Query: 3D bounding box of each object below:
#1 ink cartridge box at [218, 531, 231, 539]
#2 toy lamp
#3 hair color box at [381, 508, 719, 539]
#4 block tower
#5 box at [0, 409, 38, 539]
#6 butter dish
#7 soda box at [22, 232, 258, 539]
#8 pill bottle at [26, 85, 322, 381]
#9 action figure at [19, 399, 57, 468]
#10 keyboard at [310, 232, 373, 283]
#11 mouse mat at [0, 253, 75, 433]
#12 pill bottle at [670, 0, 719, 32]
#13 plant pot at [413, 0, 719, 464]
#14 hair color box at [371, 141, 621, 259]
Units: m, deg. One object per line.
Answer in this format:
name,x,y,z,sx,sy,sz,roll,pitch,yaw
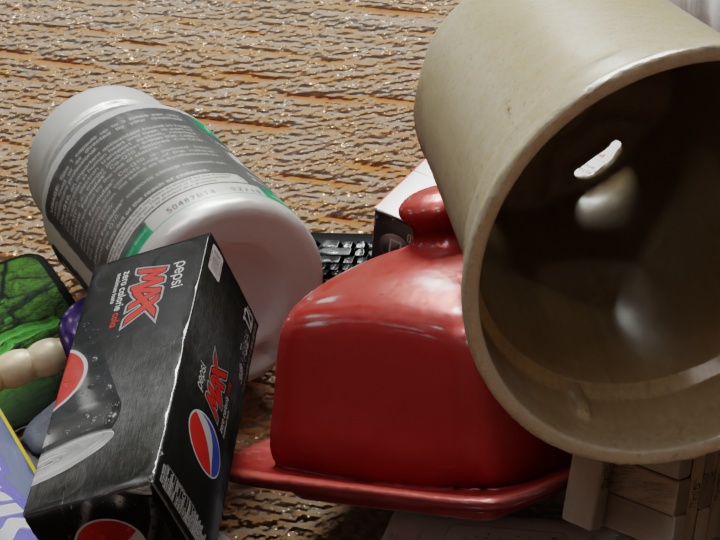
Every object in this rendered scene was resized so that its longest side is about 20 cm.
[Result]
ink cartridge box,-0.055,0.200,1.282,0.044,0.094,0.200,-40,32,16
toy lamp,-0.236,0.071,1.545,0.200,0.058,0.058,-18,36,-10
hair color box,0.099,0.169,1.309,0.200,0.061,0.100,3,37,22
block tower,0.179,0.084,1.338,0.058,0.054,0.200,20,20,38
box,-0.163,0.152,1.338,0.070,0.064,0.200,-26,68,-17
butter dish,0.048,0.031,1.385,0.200,0.148,0.199,2,13,43
soda box,-0.101,0.069,1.341,0.071,0.063,0.200,-16,31,16
pill bottle,-0.109,-0.025,1.563,0.113,0.113,0.200,-24,33,-15
action figure,-0.140,0.116,1.427,0.193,0.105,0.200,-39,41,-17
keyboard,0.000,0.000,1.587,0.200,0.040,0.104,0,37,20
mouse mat,-0.249,0.062,1.611,0.200,0.008,0.161,-24,37,-13
pill bottle,0.273,-0.155,1.646,0.200,0.114,0.114,8,41,26
plant pot,0.113,-0.047,1.263,0.200,0.200,0.183,-19,33,-8
hair color box,0.098,-0.044,1.566,0.101,0.061,0.200,25,43,22
